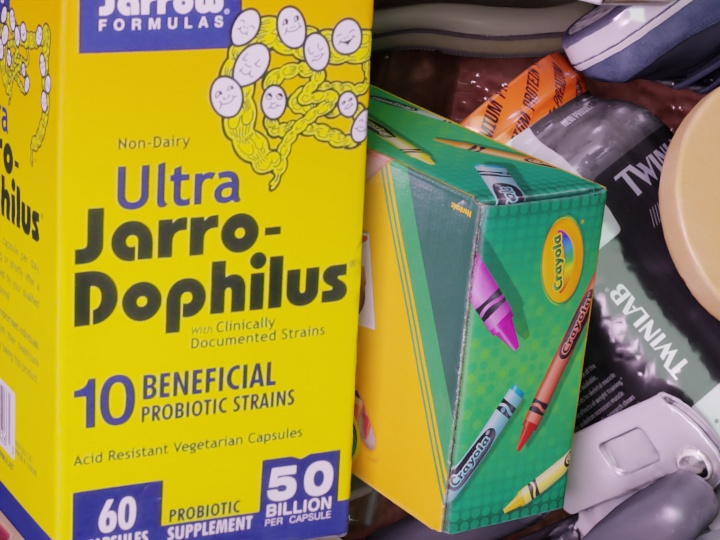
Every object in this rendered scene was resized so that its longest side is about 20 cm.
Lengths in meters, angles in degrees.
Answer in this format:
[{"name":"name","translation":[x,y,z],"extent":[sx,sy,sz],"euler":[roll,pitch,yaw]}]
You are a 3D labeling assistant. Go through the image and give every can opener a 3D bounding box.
[{"name":"can opener","translation":[0.058,0.103,0.786],"extent":[0.053,0.200,0.067],"euler":[56,44,-2]}]

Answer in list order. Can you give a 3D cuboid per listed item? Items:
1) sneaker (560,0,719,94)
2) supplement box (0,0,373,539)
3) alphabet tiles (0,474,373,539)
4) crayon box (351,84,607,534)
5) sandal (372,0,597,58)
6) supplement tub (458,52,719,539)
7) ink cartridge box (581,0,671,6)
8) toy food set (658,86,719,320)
[{"name":"sneaker","translation":[0.175,-0.068,0.828],"extent":[0.202,0.077,0.147],"euler":[-25,88,-42]},{"name":"supplement box","translation":[-0.069,-0.014,0.717],"extent":[0.108,0.109,0.201],"euler":[-6,108,-27]},{"name":"alphabet tiles","translation":[-0.098,0.068,0.794],"extent":[0.166,0.006,0.200],"euler":[-16,41,-37]},{"name":"crayon box","translation":[0.000,0.000,0.779],"extent":[0.058,0.200,0.119],"euler":[-8,113,-34]},{"name":"sandal","translation":[0.001,-0.119,0.853],"extent":[0.200,0.080,0.058],"euler":[-1,107,-18]},{"name":"supplement tub","translation":[0.105,0.021,0.830],"extent":[0.122,0.123,0.200],"euler":[-40,87,-5]},{"name":"ink cartridge box","translation":[0.025,-0.185,0.736],"extent":[0.199,0.084,0.147],"euler":[18,104,23]},{"name":"toy food set","translation":[0.210,0.000,0.775],"extent":[0.200,0.049,0.199],"euler":[-30,97,-30]}]
